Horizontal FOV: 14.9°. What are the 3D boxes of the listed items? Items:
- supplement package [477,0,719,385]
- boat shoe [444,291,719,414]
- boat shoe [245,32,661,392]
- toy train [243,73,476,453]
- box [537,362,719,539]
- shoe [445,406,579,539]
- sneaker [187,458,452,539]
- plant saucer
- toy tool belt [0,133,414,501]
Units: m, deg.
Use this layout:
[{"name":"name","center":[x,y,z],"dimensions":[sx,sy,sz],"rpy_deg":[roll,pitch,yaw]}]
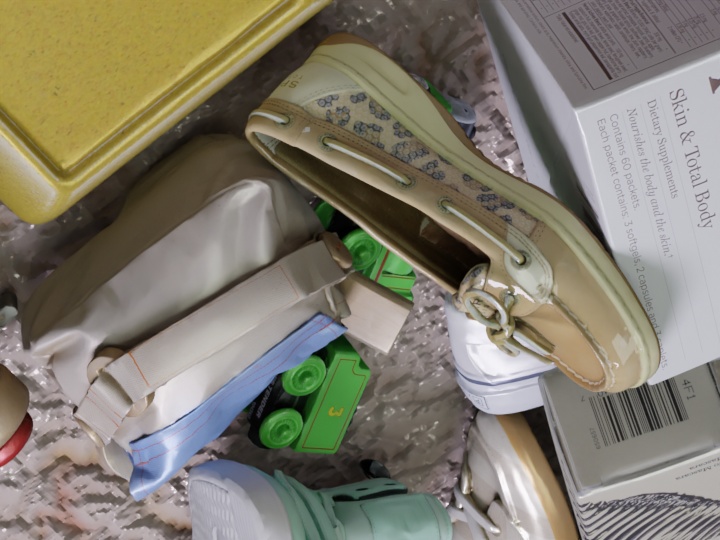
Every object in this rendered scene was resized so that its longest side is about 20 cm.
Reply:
[{"name":"supplement package","center":[0.175,-0.082,1.199],"dimensions":[0.199,0.151,0.152],"rpy_deg":[-22,126,-4]},{"name":"boat shoe","center":[0.135,0.006,1.290],"dimensions":[0.199,0.074,0.067],"rpy_deg":[-24,129,-2]},{"name":"boat shoe","center":[0.039,-0.012,1.160],"dimensions":[0.063,0.200,0.073],"rpy_deg":[-43,168,-25]},{"name":"toy train","center":[0.000,0.000,1.263],"dimensions":[0.056,0.042,0.201],"rpy_deg":[6,120,-34]},{"name":"box","center":[0.140,0.108,1.314],"dimensions":[0.082,0.069,0.200],"rpy_deg":[-19,149,2]},{"name":"shoe","center":[0.074,0.148,1.364],"dimensions":[0.053,0.070,0.201],"rpy_deg":[-22,129,-14]},{"name":"sneaker","center":[-0.015,0.114,1.266],"dimensions":[0.118,0.074,0.200],"rpy_deg":[-17,168,-9]},{"name":"plant saucer","center":[-0.115,-0.126,1.135],"dimensions":[0.200,0.049,0.200],"rpy_deg":[-38,125,7]},{"name":"toy tool belt","center":[-0.083,0.044,1.208],"dimensions":[0.200,0.125,0.123],"rpy_deg":[-40,113,9]}]
